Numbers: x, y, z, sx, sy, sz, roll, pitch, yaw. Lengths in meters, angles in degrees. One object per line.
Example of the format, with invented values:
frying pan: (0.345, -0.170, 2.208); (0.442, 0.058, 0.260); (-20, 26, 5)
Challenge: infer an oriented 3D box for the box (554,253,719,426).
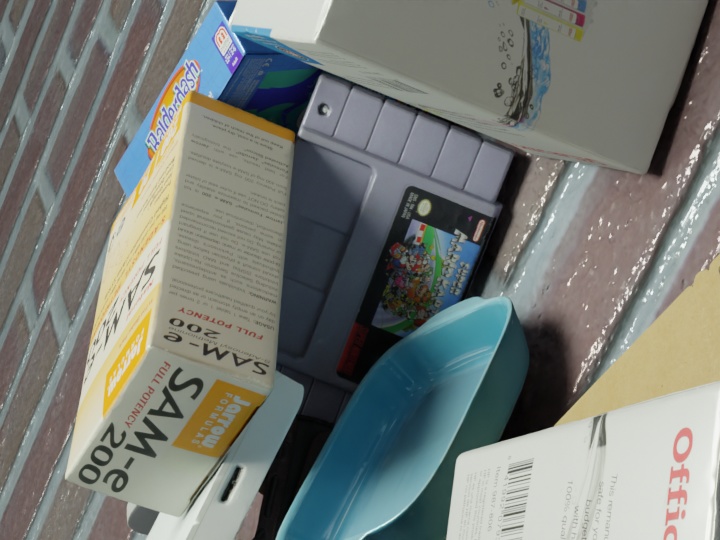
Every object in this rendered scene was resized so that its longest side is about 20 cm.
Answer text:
box: (0.149, 0.107, 0.823); (0.164, 0.021, 0.201); (-52, 31, 40)

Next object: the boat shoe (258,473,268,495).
boat shoe: (-0.018, 0.054, 1.162); (0.072, 0.072, 0.202); (-19, 57, 62)

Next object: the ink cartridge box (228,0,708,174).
ink cartridge box: (0.062, -0.154, 0.972); (0.147, 0.199, 0.146); (22, 92, 66)

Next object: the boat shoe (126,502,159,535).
boat shoe: (-0.121, 0.122, 1.355); (0.200, 0.071, 0.066); (122, 149, -48)

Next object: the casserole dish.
casserole dish: (0.028, 0.092, 0.972); (0.121, 0.039, 0.201); (-26, 24, 41)

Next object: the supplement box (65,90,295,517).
supplement box: (-0.098, 0.016, 1.031); (0.126, 0.073, 0.201); (-54, 23, 40)

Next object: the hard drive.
hard drive: (-0.090, 0.137, 1.072); (0.133, 0.026, 0.200); (-64, 8, -18)

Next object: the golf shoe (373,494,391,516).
golf shoe: (-0.009, 0.203, 1.039); (0.202, 0.077, 0.094); (-69, 24, 7)

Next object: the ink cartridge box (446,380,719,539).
ink cartridge box: (0.112, 0.138, 0.749); (0.200, 0.084, 0.146); (-26, 51, 60)

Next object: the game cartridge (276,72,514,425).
game cartridge: (0.000, 0.000, 1.095); (0.038, 0.129, 0.202); (-50, -19, -79)

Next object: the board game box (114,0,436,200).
board game box: (-0.036, -0.102, 1.155); (0.152, 0.199, 0.045); (-52, 58, 38)

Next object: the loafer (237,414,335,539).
loafer: (-0.053, 0.161, 1.034); (0.201, 0.063, 0.072); (-63, -1, -44)
